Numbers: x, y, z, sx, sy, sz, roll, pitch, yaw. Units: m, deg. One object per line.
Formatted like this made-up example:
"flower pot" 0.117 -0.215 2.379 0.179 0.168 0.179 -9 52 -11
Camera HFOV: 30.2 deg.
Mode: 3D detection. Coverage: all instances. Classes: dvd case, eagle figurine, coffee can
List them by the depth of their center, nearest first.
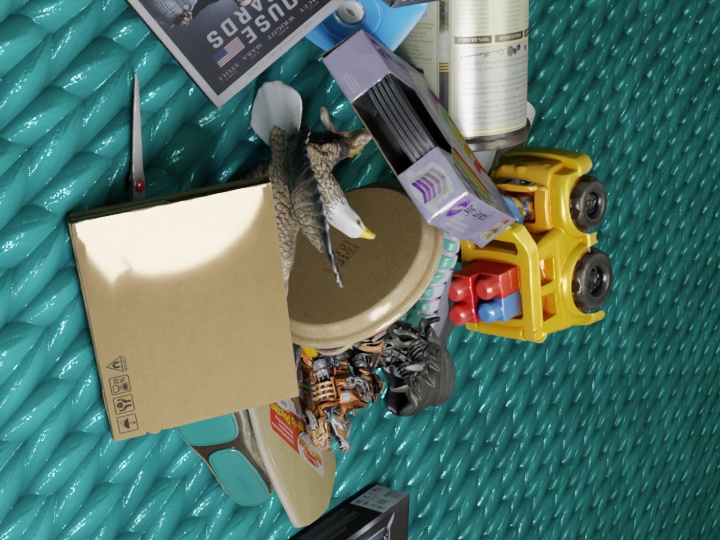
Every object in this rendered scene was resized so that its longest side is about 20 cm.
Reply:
"dvd case" -0.109 -0.237 1.078 0.150 0.025 0.200 -40 143 0
"eagle figurine" -0.053 -0.059 1.175 0.200 0.150 0.152 -59 156 -45
"coffee can" 0.105 -0.238 1.401 0.146 0.146 0.201 -28 122 -54

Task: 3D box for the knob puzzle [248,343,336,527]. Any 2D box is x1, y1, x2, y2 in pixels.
"knob puzzle" -0.073 0.151 1.268 0.220 0.030 0.220 -16 90 -76

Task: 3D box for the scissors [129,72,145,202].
"scissors" -0.184 -0.055 1.087 0.073 0.014 0.201 -39 132 -47

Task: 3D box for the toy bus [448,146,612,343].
"toy bus" 0.166 -0.020 1.451 0.192 0.135 0.201 -21 112 -42

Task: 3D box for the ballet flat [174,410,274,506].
"ballet flat" -0.128 0.139 1.215 0.200 0.067 0.062 72 12 -45

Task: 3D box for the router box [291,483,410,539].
"router box" -0.017 0.343 1.459 0.200 0.052 0.158 -21 117 -57

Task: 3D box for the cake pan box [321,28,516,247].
"cake pan box" 0.056 -0.118 1.225 0.052 0.184 0.200 -37 163 13

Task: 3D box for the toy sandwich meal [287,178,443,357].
"toy sandwich meal" 0.000 0.000 1.255 0.070 0.205 0.206 53 53 -43

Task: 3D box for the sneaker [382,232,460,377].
"sneaker" 0.064 0.007 1.373 0.088 0.074 0.201 -27 133 -67

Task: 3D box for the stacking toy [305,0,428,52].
"stacking toy" 0.009 -0.303 1.281 0.116 0.110 0.200 31 44 -16

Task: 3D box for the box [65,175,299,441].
"box" -0.139 0.033 1.085 0.163 0.021 0.201 -13 116 -14

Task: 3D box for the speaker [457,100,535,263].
"speaker" 0.139 -0.109 1.567 0.081 0.081 0.200 45 60 -55

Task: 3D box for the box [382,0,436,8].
"box" 0.005 -0.311 1.165 0.158 0.200 0.051 -25 152 -54

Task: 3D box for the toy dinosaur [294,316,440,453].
"toy dinosaur" 0.004 0.076 1.287 0.102 0.135 0.201 -166 -93 -85

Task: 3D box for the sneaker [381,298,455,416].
"sneaker" 0.061 0.075 1.500 0.091 0.076 0.201 -27 119 -46
